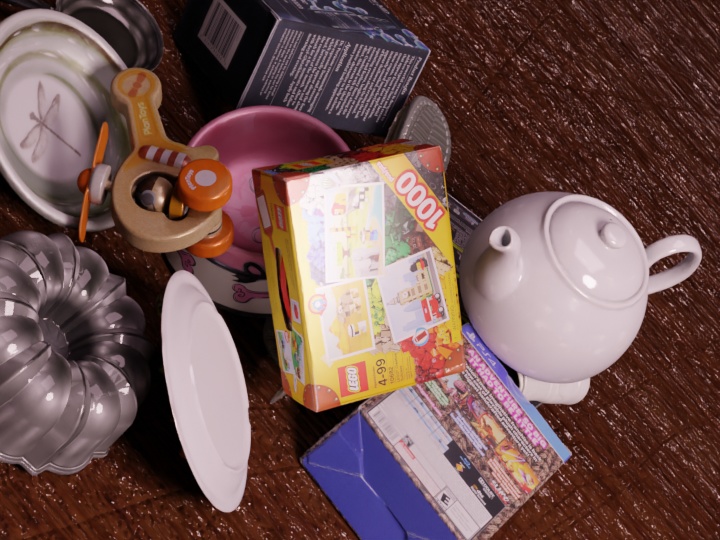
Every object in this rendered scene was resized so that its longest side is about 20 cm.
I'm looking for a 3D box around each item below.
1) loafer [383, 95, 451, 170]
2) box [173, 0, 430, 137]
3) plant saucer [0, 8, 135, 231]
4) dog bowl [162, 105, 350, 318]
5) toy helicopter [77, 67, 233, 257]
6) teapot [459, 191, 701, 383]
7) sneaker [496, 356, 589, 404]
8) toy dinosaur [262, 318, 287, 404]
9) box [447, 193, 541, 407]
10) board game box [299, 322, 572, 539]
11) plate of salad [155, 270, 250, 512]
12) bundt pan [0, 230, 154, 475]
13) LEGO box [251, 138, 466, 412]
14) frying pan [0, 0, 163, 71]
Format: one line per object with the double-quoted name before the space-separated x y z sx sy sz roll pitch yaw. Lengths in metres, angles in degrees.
"loafer" 0.031 -0.086 1.711 0.075 0.069 0.201 41 58 -37
"box" -0.058 -0.226 1.718 0.199 0.108 0.149 6 32 -41
"plant saucer" -0.267 -0.126 1.498 0.200 0.050 0.202 26 56 -44
"dog bowl" -0.084 -0.062 1.550 0.198 0.074 0.201 4 59 -6
"toy helicopter" -0.189 -0.096 1.476 0.131 0.079 0.201 -11 54 -11
"teapot" 0.202 0.000 1.607 0.197 0.146 0.200 41 46 -6
"sneaker" 0.147 0.037 1.684 0.115 0.074 0.201 2 59 -44
"toy dinosaur" -0.046 0.054 1.575 0.102 0.077 0.200 35 58 6
"box" 0.125 0.028 1.763 0.200 0.044 0.161 37 41 -14
"board game box" 0.071 0.168 1.554 0.160 0.097 0.200 52 39 5
"plate of salad" -0.135 0.100 1.409 0.200 0.048 0.202 -13 90 -78
"bundt pan" -0.243 0.055 1.352 0.201 0.076 0.203 30 44 -34
"LEGO box" 0.000 0.000 1.466 0.148 0.077 0.202 -14 105 -22
"frying pan" -0.268 -0.223 1.615 0.189 0.031 0.115 -12 67 -43
